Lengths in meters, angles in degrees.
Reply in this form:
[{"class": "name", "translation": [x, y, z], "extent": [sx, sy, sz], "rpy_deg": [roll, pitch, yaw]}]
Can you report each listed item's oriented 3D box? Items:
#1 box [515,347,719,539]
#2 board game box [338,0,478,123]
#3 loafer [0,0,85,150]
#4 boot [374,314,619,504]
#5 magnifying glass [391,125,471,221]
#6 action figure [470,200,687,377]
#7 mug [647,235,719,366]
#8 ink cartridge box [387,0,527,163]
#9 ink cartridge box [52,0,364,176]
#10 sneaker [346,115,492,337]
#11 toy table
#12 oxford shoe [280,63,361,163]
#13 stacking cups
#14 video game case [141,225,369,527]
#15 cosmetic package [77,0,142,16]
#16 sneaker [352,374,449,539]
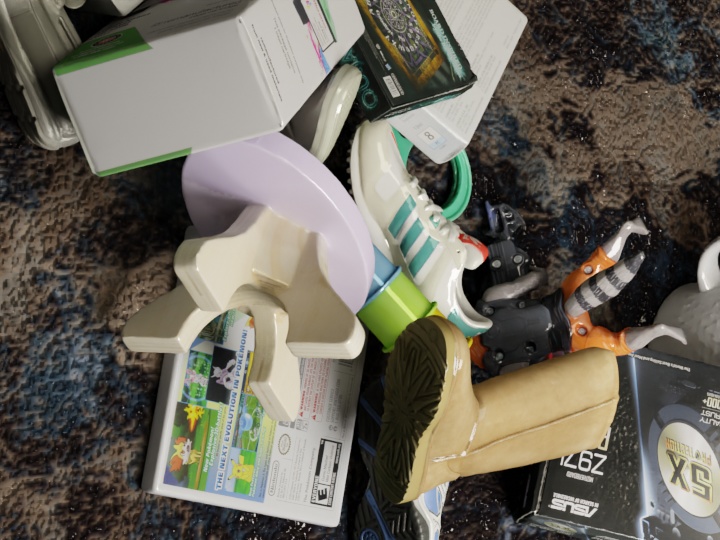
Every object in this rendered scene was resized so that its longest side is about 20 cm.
[{"class": "box", "translation": [0.250, 0.158, 1.560], "extent": [0.199, 0.086, 0.165], "rpy_deg": [15, 76, -2]}, {"class": "board game box", "translation": [0.005, -0.216, 1.388], "extent": [0.135, 0.028, 0.201], "rpy_deg": [-22, 84, -55]}, {"class": "loafer", "translation": [-0.224, -0.182, 1.232], "extent": [0.070, 0.070, 0.201], "rpy_deg": [-27, 116, -24]}, {"class": "boot", "translation": [0.112, 0.087, 1.378], "extent": [0.199, 0.066, 0.176], "rpy_deg": [-12, 137, -30]}, {"class": "magnifying glass", "translation": [0.031, -0.124, 1.488], "extent": [0.080, 0.022, 0.200], "rpy_deg": [-48, 116, -32]}, {"class": "action figure", "translation": [0.149, 0.016, 1.493], "extent": [0.105, 0.193, 0.201], "rpy_deg": [28, 41, -67]}, {"class": "mug", "translation": [0.374, 0.058, 1.680], "extent": [0.147, 0.175, 0.201], "rpy_deg": [-24, 104, -40]}, {"class": "ink cartridge box", "translation": [0.030, -0.207, 1.471], "extent": [0.200, 0.047, 0.160], "rpy_deg": [38, 52, -15]}, {"class": "ink cartridge box", "translation": [-0.098, -0.152, 1.244], "extent": [0.200, 0.144, 0.084], "rpy_deg": [-58, 131, -60]}, {"class": "sneaker", "translation": [0.053, -0.033, 1.442], "extent": [0.070, 0.093, 0.201], "rpy_deg": [-44, 123, -69]}, {"class": "toy table", "translation": [-0.072, 0.006, 1.273], "extent": [0.200, 0.183, 0.117], "rpy_deg": [51, 45, -37]}, {"class": "oxford shoe", "translation": [-0.041, -0.116, 1.327], "extent": [0.058, 0.200, 0.075], "rpy_deg": [29, 84, -8]}, {"class": "stacking cups", "translation": [0.000, 0.000, 1.401], "extent": [0.200, 0.060, 0.060], "rpy_deg": [48, 56, -3]}, {"class": "video game case", "translation": [-0.074, 0.084, 1.387], "extent": [0.182, 0.022, 0.201], "rpy_deg": [17, 78, -40]}, {"class": "cosmetic package", "translation": [-0.140, -0.281, 1.262], "extent": [0.200, 0.081, 0.113], "rpy_deg": [-45, 121, -17]}, {"class": "sneaker", "translation": [0.043, 0.182, 1.448], "extent": [0.077, 0.075, 0.201], "rpy_deg": [-3, 99, -52]}]
